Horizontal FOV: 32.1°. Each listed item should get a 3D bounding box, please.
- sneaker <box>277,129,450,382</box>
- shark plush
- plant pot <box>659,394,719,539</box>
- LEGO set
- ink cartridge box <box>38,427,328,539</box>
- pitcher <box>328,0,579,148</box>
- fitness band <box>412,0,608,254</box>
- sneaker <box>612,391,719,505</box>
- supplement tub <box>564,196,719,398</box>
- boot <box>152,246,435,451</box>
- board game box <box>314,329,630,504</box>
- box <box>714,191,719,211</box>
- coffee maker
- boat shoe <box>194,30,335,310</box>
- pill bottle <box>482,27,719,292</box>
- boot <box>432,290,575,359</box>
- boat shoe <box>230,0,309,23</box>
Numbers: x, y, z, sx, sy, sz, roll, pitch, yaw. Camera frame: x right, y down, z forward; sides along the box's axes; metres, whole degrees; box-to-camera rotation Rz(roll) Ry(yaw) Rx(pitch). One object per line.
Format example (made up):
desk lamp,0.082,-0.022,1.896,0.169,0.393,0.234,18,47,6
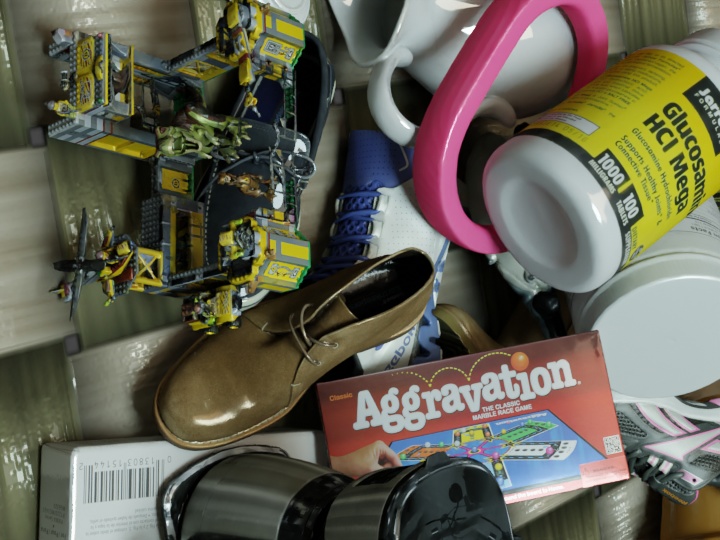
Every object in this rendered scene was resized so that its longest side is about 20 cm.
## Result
sneaker,0.000,0.001,0.871,0.115,0.080,0.202,-1,91,-46
shark plush,0.135,-0.026,0.966,0.201,0.091,0.083,61,13,24
plant pot,0.357,0.214,1.149,0.199,0.199,0.185,16,62,-42
LEGO set,-0.113,-0.069,0.718,0.115,0.153,0.202,11,79,-46
ink cartridge box,-0.105,0.193,0.788,0.199,0.044,0.178,3,86,-43
pitcher,0.077,-0.157,0.917,0.199,0.121,0.173,9,67,-37
fitness band,0.112,-0.107,0.872,0.143,0.037,0.201,36,82,-46
sneaker,0.254,0.150,1.042,0.198,0.080,0.087,4,64,-9
supplement tub,0.213,-0.018,0.956,0.132,0.131,0.201,40,29,-35
boot,-0.039,0.040,0.772,0.199,0.076,0.074,-30,81,-19
board game box,0.075,0.108,0.843,0.198,0.019,0.104,-11,82,-7
box,0.359,-0.039,1.136,0.049,0.199,0.161,-8,94,-42
coffee maker,-0.002,0.196,0.719,0.135,0.199,0.193,-40,114,-37
boat shoe,-0.064,-0.070,0.808,0.074,0.062,0.202,17,66,2
pill bottle,0.187,-0.082,0.848,0.199,0.112,0.113,-36,113,-25
boot,0.129,0.040,1.012,0.200,0.066,0.176,-51,129,-34
boat shoe,-0.066,-0.256,0.825,0.073,0.065,0.202,-29,108,-41
